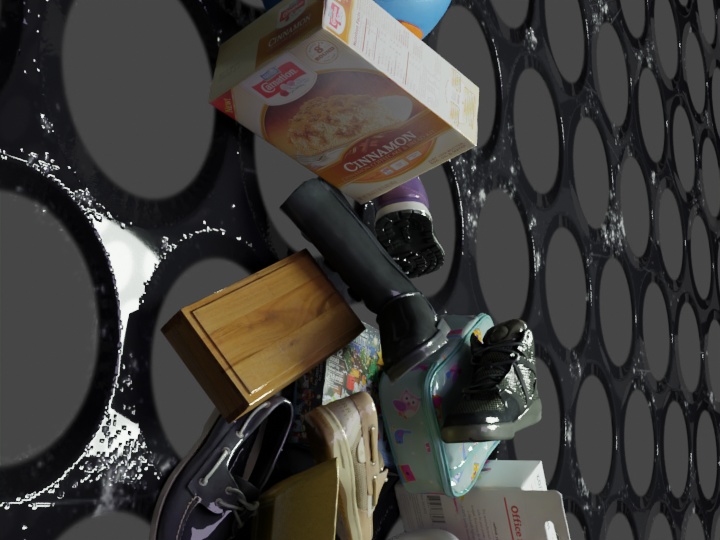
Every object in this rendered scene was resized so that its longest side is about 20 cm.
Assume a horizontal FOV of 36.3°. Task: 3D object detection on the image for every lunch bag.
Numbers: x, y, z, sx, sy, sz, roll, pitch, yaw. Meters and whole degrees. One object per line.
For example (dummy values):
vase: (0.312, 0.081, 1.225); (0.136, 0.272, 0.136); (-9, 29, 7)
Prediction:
lunch bag: (0.101, 0.146, 1.201); (0.200, 0.076, 0.162); (-38, 118, -54)

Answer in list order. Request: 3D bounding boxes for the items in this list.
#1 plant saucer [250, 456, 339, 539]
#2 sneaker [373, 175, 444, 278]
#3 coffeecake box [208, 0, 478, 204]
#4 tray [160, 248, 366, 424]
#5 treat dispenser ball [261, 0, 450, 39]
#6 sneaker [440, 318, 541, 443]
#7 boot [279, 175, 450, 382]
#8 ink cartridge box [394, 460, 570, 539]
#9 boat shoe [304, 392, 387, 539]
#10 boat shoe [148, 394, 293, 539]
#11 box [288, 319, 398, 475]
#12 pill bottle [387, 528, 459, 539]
plant saucer: (-0.066, 0.264, 0.928); (0.200, 0.048, 0.202); (129, -34, -71)
sneaker: (0.049, -0.058, 1.179); (0.200, 0.075, 0.088); (84, -2, -67)
coffeecake box: (-0.013, -0.161, 1.006); (0.199, 0.153, 0.074); (31, 51, -35)
tray: (-0.080, 0.052, 0.984); (0.099, 0.037, 0.200); (53, 32, 5)
treat dispenser ball: (-0.004, -0.299, 1.045); (0.200, 0.199, 0.203); (13, 74, -58)
sneaker: (0.129, 0.113, 1.110); (0.199, 0.076, 0.116); (-11, 94, -62)
boot: (0.000, 0.000, 1.035); (0.201, 0.065, 0.165); (54, 8, 0)
ink cartridge box: (0.147, 0.276, 1.216); (0.068, 0.198, 0.116); (-34, 115, -55)
boat shoe: (-0.004, 0.196, 1.034); (0.064, 0.071, 0.201); (-26, 139, -20)
boat shoe: (-0.114, 0.182, 0.924); (0.073, 0.062, 0.201); (59, 39, -36)
box: (0.001, 0.131, 1.148); (0.200, 0.037, 0.138); (31, 60, -54)
pill bottle: (0.081, 0.389, 1.175); (0.112, 0.111, 0.202); (-44, 123, -52)
